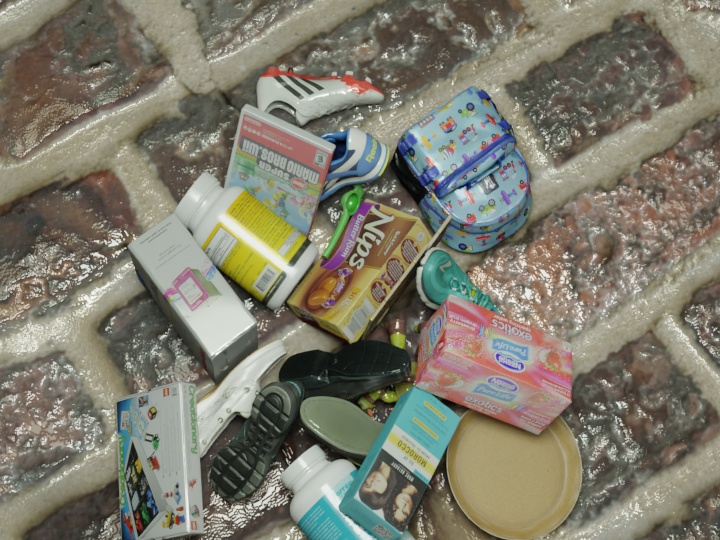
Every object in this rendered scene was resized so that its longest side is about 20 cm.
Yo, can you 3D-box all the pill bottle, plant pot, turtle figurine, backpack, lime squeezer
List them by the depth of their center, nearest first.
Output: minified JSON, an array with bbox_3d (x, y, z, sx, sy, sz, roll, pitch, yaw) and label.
[{"bbox_3d":[-0.020,0.333,1.585,0.110,0.111,0.200,-39,78,-14],"label":"pill bottle"},{"bbox_3d":[0.212,0.274,1.652,0.196,0.028,0.204,3,73,-10],"label":"plant pot"},{"bbox_3d":[0.063,0.153,1.671,0.196,0.065,0.164,0,72,-3],"label":"turtle figurine"},{"bbox_3d":[-0.166,-0.046,1.682,0.199,0.112,0.113,38,73,-2],"label":"pill bottle"},{"bbox_3d":[-0.029,-0.112,1.733,0.069,0.038,0.203,-7,56,2],"label":"lime squeezer"},{"bbox_3d":[0.162,-0.139,1.737,0.181,0.135,0.202,-30,79,-11],"label":"backpack"}]

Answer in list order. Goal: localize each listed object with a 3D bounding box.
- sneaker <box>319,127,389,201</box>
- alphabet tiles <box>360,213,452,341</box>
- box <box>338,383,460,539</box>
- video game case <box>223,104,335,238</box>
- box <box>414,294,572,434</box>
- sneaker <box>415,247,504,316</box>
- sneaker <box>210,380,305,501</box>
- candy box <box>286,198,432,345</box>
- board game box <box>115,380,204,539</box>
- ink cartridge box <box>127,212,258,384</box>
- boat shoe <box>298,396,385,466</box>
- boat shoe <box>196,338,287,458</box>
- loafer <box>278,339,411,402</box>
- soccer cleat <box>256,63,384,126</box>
[{"bbox_3d":[-0.054,-0.155,1.706,0.198,0.082,0.075,-22,53,34],"label":"sneaker"},{"bbox_3d":[0.064,0.013,1.662,0.007,0.167,0.201,35,73,6],"label":"alphabet tiles"},{"bbox_3d":[0.054,0.252,1.560,0.082,0.049,0.201,38,52,-6],"label":"box"},{"bbox_3d":[-0.123,-0.127,1.690,0.141,0.202,0.018,25,42,6],"label":"video game case"},{"bbox_3d":[0.182,0.130,1.612,0.197,0.095,0.104,23,47,-13],"label":"box"},{"bbox_3d":[0.145,0.034,1.649,0.079,0.200,0.078,13,69,44],"label":"sneaker"},{"bbox_3d":[-0.132,0.231,1.609,0.075,0.079,0.201,39,112,10],"label":"sneaker"},{"bbox_3d":[0.000,0.000,1.694,0.116,0.057,0.201,22,69,44],"label":"candy box"},{"bbox_3d":[-0.273,0.262,1.598,0.125,0.034,0.204,-17,70,31],"label":"board game box"},{"bbox_3d":[-0.229,0.043,1.648,0.084,0.145,0.201,-34,77,-15],"label":"ink cartridge box"},{"bbox_3d":[0.000,0.234,1.618,0.198,0.061,0.073,23,51,-13],"label":"boat shoe"},{"bbox_3d":[-0.168,0.180,1.650,0.200,0.071,0.069,-43,79,-5],"label":"boat shoe"},{"bbox_3d":[-0.014,0.147,1.630,0.197,0.073,0.073,-7,38,29],"label":"loafer"},{"bbox_3d":[-0.063,-0.259,1.800,0.196,0.069,0.087,8,80,3],"label":"soccer cleat"}]
